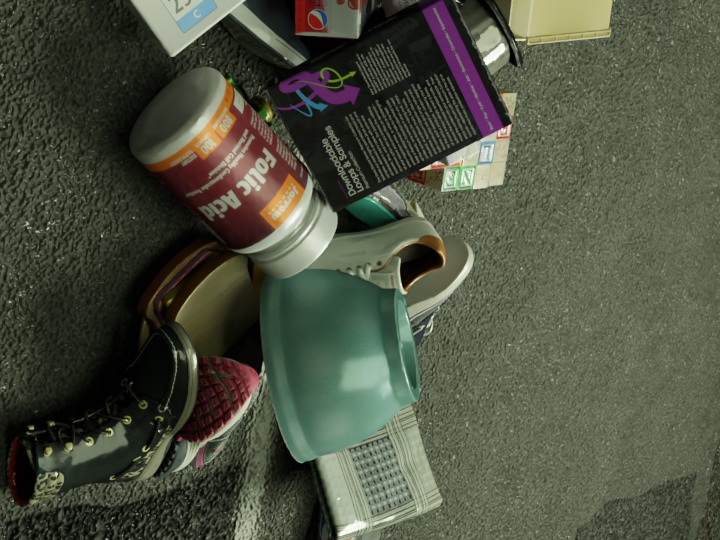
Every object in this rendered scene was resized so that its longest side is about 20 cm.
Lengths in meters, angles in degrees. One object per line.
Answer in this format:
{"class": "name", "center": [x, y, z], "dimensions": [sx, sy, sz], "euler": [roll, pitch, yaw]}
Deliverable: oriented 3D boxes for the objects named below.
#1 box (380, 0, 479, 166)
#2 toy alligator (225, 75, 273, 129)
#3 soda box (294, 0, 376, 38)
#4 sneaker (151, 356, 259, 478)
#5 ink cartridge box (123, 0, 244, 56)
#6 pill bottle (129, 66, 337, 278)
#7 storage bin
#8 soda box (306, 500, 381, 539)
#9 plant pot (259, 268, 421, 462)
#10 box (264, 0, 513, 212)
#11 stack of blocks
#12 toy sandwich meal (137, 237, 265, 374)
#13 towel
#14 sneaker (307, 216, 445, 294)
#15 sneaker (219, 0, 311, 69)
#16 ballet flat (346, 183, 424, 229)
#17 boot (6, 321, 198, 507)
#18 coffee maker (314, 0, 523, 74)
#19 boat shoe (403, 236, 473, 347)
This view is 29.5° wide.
{"class": "box", "center": [0.065, -0.202, 1.344], "dimensions": [0.038, 0.041, 0.201], "euler": [-25, 110, -12]}
{"class": "toy alligator", "center": [-0.101, -0.109, 1.413], "dimensions": [0.059, 0.054, 0.201], "euler": [-39, 132, -29]}
{"class": "soda box", "center": [-0.019, -0.285, 1.339], "dimensions": [0.200, 0.063, 0.071], "euler": [-74, 167, -66]}
{"class": "sneaker", "center": [-0.155, 0.144, 1.386], "dimensions": [0.074, 0.200, 0.081], "euler": [-4, 65, -37]}
{"class": "ink cartridge box", "center": [-0.145, -0.321, 1.210], "dimensions": [0.200, 0.045, 0.177], "euler": [-40, 120, -8]}
{"class": "pill bottle", "center": [-0.118, -0.090, 1.323], "dimensions": [0.200, 0.114, 0.115], "euler": [46, 71, -31]}
{"class": "storage bin", "center": [0.219, -0.378, 1.621], "dimensions": [0.198, 0.093, 0.202], "euler": [-14, 117, -43]}
{"class": "soda box", "center": [-0.016, 0.310, 1.685], "dimensions": [0.070, 0.063, 0.202], "euler": [9, 99, -49]}
{"class": "plant pot", "center": [-0.013, 0.087, 1.415], "dimensions": [0.200, 0.133, 0.202], "euler": [-11, 90, -82]}
{"class": "box", "center": [0.027, -0.162, 1.312], "dimensions": [0.199, 0.036, 0.144], "euler": [-26, 113, 7]}
{"class": "stack of blocks", "center": [0.093, -0.156, 1.604], "dimensions": [0.199, 0.058, 0.116], "euler": [-9, 113, -46]}
{"class": "toy sandwich meal", "center": [-0.147, 0.058, 1.423], "dimensions": [0.204, 0.070, 0.207], "euler": [-22, 122, -41]}
{"class": "towel", "center": [0.010, 0.202, 1.611], "dimensions": [0.192, 0.034, 0.202], "euler": [-8, 77, -45]}
{"class": "sneaker", "center": [0.000, 0.000, 1.505], "dimensions": [0.199, 0.085, 0.073], "euler": [-22, 122, -7]}
{"class": "sneaker", "center": [-0.085, -0.293, 1.333], "dimensions": [0.202, 0.077, 0.147], "euler": [38, 80, -48]}
{"class": "ballet flat", "center": [0.043, -0.063, 1.588], "dimensions": [0.072, 0.072, 0.200], "euler": [-58, 139, -12]}
{"class": "boot", "center": [-0.247, 0.144, 1.315], "dimensions": [0.153, 0.074, 0.204], "euler": [-11, 139, -42]}
{"class": "coffee maker", "center": [0.045, -0.220, 1.459], "dimensions": [0.200, 0.192, 0.135], "euler": [-37, 111, -4]}
{"class": "boat shoe", "center": [0.063, 0.039, 1.607], "dimensions": [0.199, 0.075, 0.093], "euler": [-36, 148, 17]}
